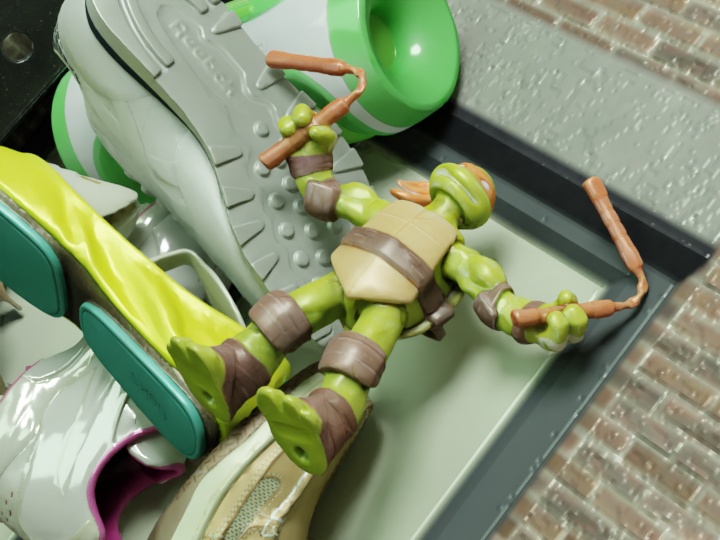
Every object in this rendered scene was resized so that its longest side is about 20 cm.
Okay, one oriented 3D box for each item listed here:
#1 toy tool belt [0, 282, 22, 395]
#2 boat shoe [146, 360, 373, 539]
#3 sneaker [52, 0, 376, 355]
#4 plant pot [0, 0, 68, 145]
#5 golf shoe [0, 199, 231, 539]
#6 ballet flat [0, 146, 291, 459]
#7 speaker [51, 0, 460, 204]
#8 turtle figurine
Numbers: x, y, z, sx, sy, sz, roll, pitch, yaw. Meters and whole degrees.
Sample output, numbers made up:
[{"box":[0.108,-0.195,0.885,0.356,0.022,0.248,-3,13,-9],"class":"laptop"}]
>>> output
[{"box":[-0.242,0.006,1.102,0.125,0.123,0.200,-44,31,0],"class":"toy tool belt"},{"box":[-0.050,0.129,0.854,0.076,0.072,0.200,35,77,18],"class":"boat shoe"},{"box":[-0.062,-0.046,0.929,0.076,0.200,0.080,-31,-3,-38],"class":"sneaker"},{"box":[-0.212,-0.165,1.095,0.200,0.199,0.177,-46,23,7],"class":"plant pot"},{"box":[-0.094,0.045,0.964,0.091,0.075,0.200,31,81,28],"class":"golf shoe"},{"box":[-0.109,0.001,0.919,0.200,0.067,0.067,42,60,19],"class":"ballet flat"},{"box":[-0.053,-0.087,0.999,0.200,0.088,0.089,-13,52,38],"class":"speaker"},{"box":[0.000,0.000,0.853,0.200,0.064,0.161,36,63,22],"class":"turtle figurine"}]
